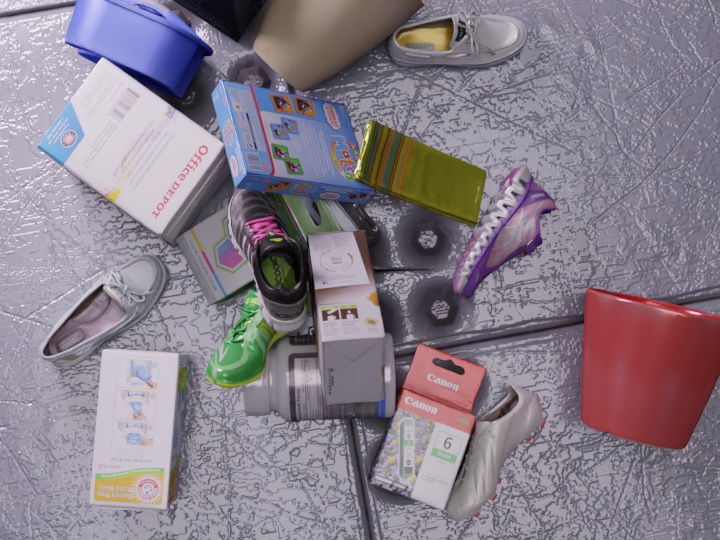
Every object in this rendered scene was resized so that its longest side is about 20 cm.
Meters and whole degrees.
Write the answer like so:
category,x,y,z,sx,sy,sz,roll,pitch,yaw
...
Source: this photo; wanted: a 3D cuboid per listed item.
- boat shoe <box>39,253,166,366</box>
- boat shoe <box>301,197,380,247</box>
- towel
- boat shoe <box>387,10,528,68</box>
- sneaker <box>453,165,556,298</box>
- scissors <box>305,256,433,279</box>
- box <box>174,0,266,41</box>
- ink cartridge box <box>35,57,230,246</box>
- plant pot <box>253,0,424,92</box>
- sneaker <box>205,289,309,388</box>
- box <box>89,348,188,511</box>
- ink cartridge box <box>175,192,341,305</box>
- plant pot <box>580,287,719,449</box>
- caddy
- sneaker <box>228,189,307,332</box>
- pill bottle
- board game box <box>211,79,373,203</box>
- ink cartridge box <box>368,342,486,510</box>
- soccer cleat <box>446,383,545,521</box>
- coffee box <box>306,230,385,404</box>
category,x,y,z,sx,sy,sz,roll,pitch,yaw
boat shoe,-0.347,0.054,1.439,0.202,0.065,0.075,-38,87,-5
boat shoe,-0.041,-0.112,1.467,0.066,0.070,0.201,-31,78,-28
towel,0.086,-0.131,1.448,0.199,0.018,0.087,20,78,-26
boat shoe,0.138,-0.328,1.478,0.200,0.086,0.075,-2,85,-2
sneaker,0.202,-0.042,1.462,0.088,0.080,0.201,33,84,-6
scissors,0.000,0.000,1.475,0.198,0.073,0.014,4,64,-25
box,-0.203,-0.415,1.418,0.148,0.200,0.107,34,85,1
ink cartridge box,-0.293,-0.152,1.419,0.199,0.145,0.148,36,85,2
plant pot,-0.048,-0.348,1.443,0.187,0.187,0.200,43,100,2
sneaker,-0.138,0.070,1.359,0.074,0.084,0.200,11,44,26
box,-0.290,0.207,1.403,0.100,0.112,0.202,4,85,-3
ink cartridge box,-0.138,-0.047,1.426,0.199,0.059,0.104,-29,86,16
plant pot,0.379,0.130,1.404,0.199,0.200,0.179,12,95,-1
caddy,-0.299,-0.317,1.437,0.199,0.141,0.106,23,90,0
sneaker,-0.110,-0.028,1.319,0.073,0.088,0.201,-11,65,-19
pill bottle,-0.055,0.142,1.416,0.198,0.114,0.115,-2,85,-2
board game box,-0.088,-0.168,1.403,0.199,0.037,0.152,4,56,-36
ink cartridge box,0.094,0.210,1.446,0.108,0.050,0.201,20,85,0
soccer cleat,0.169,0.243,1.433,0.078,0.069,0.200,43,78,-22
coffee box,-0.020,0.055,1.343,0.079,0.115,0.201,-4,43,-6
